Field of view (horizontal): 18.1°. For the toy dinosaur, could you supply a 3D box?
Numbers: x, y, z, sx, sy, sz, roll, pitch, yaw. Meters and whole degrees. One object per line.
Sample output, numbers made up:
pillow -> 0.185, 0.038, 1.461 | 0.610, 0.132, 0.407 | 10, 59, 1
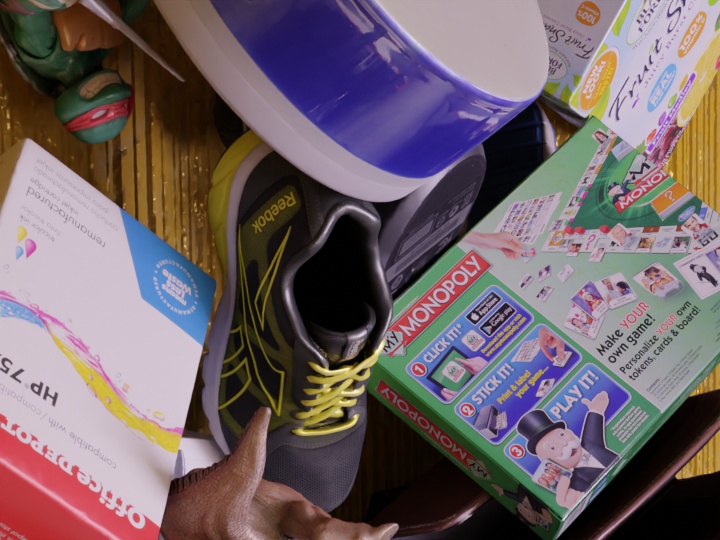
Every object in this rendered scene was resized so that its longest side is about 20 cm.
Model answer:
toy dinosaur -> -0.048, 0.122, 0.978 | 0.086, 0.135, 0.200 | -44, 139, -15

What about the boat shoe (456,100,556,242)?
boat shoe -> 0.090, -0.001, 1.209 | 0.072, 0.072, 0.201 | 55, 33, -47

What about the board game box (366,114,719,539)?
board game box -> 0.105, 0.024, 1.119 | 0.200, 0.134, 0.029 | -42, 162, -30

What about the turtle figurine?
turtle figurine -> -0.122, -0.131, 0.977 | 0.150, 0.100, 0.201 | -26, 97, -65

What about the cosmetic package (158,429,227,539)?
cosmetic package -> -0.140, 0.109, 1.018 | 0.200, 0.050, 0.083 | 8, 87, -48

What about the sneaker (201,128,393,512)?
sneaker -> -0.026, 0.035, 1.014 | 0.074, 0.085, 0.201 | -19, 123, -22

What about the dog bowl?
dog bowl -> -0.009, -0.133, 0.969 | 0.200, 0.079, 0.201 | 41, 29, -29

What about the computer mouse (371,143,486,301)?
computer mouse -> 0.000, 0.000, 1.118 | 0.138, 0.053, 0.200 | -35, 156, -44

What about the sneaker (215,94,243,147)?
sneaker -> 0.009, -0.089, 1.134 | 0.200, 0.074, 0.085 | -33, 118, -41

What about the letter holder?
letter holder -> 0.122, 0.114, 1.134 | 0.200, 0.142, 0.101 | -37, 100, -36

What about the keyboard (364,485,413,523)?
keyboard -> -0.002, 0.204, 1.185 | 0.104, 0.040, 0.201 | 9, 98, -35

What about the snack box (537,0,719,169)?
snack box -> 0.156, -0.141, 1.243 | 0.143, 0.053, 0.200 | -62, 158, 3

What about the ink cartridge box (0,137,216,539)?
ink cartridge box -> -0.136, 0.059, 0.932 | 0.116, 0.067, 0.201 | 38, 40, -27
